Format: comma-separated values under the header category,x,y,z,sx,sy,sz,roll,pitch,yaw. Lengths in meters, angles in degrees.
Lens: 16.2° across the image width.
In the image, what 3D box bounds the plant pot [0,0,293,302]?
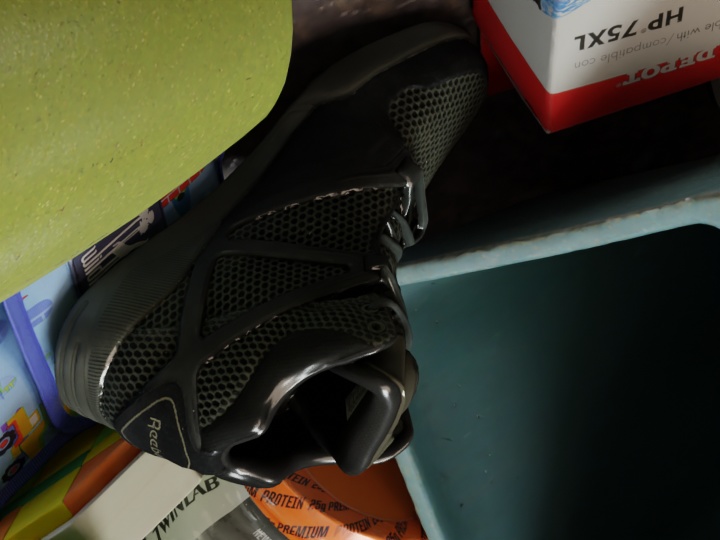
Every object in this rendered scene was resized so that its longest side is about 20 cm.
category,x,y,z,sx,sy,sz,roll,pitch,yaw
plant pot,-0.126,-0.063,0.718,0.199,0.187,0.188,-16,143,-32

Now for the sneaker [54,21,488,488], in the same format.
category,x,y,z,sx,sy,sz,roll,pitch,yaw
sneaker,0.000,0.000,0.874,0.199,0.114,0.076,-44,151,-28

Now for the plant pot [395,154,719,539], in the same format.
category,x,y,z,sx,sy,sz,roll,pitch,yaw
plant pot,0.148,0.043,0.962,0.195,0.197,0.200,-13,-168,44

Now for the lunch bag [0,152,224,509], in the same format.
category,x,y,z,sx,sy,sz,roll,pitch,yaw
lunch bag,-0.125,-0.004,0.865,0.200,0.094,0.151,-35,144,-15

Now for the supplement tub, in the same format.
category,x,y,z,sx,sy,sz,roll,pitch,yaw
supplement tub,-0.046,0.140,1.039,0.122,0.123,0.200,4,132,-37

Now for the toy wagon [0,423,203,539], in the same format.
category,x,y,z,sx,sy,sz,roll,pitch,yaw
toy wagon,-0.134,0.107,0.933,0.200,0.155,0.040,-34,103,20

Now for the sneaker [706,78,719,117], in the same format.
category,x,y,z,sx,sy,sz,roll,pitch,yaw
sneaker,0.238,-0.093,0.972,0.199,0.067,0.090,-14,-177,-17

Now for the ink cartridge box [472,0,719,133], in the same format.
category,x,y,z,sx,sy,sz,roll,pitch,yaw
ink cartridge box,0.104,-0.124,0.872,0.116,0.067,0.201,-18,143,-14
